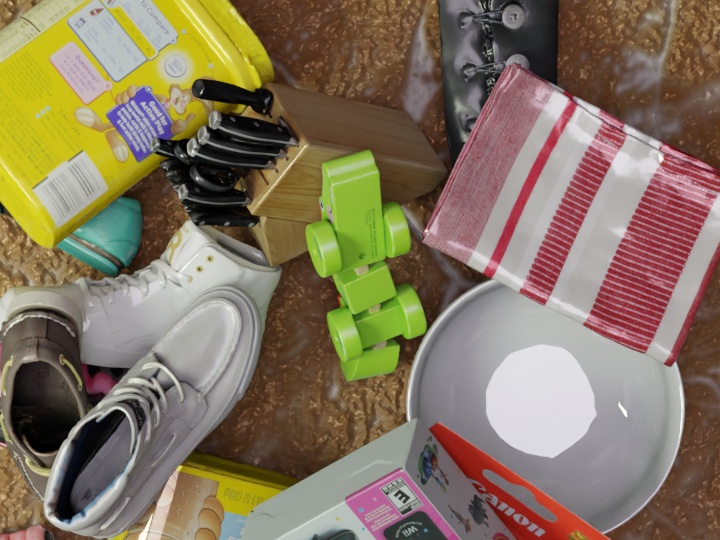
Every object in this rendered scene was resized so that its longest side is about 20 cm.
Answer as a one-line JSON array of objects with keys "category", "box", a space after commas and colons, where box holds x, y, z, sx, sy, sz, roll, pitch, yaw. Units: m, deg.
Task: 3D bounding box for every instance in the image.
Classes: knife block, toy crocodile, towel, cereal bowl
[{"category": "knife block", "box": [-0.041, -0.089, 1.360, 0.199, 0.176, 0.064, -26, 61, -12]}, {"category": "toy crocodile", "box": [0.000, 0.000, 1.393, 0.067, 0.062, 0.201, -20, 130, -12]}, {"category": "towel", "box": [0.159, -0.040, 1.382, 0.199, 0.023, 0.145, 27, 80, -3]}, {"category": "cereal bowl", "box": [0.131, 0.095, 1.431, 0.198, 0.083, 0.202, 0, 93, 0]}]

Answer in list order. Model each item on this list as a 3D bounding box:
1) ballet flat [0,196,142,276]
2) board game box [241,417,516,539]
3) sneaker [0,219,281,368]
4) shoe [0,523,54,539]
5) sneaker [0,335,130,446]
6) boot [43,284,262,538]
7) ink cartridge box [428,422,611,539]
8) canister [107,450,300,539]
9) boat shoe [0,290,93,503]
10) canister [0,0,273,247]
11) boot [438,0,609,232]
[{"category": "ballet flat", "box": [-0.249, -0.065, 1.442, 0.199, 0.067, 0.071, 24, 74, -3]}, {"category": "board game box", "box": [0.035, 0.218, 1.337, 0.147, 0.064, 0.200, -31, 111, 24]}, {"category": "sneaker", "box": [-0.155, 0.009, 1.403, 0.198, 0.074, 0.116, 10, 112, -26]}, {"category": "shoe", "box": [-0.244, 0.289, 1.448, 0.090, 0.071, 0.202, -17, 88, 6]}, {"category": "sneaker", "box": [-0.217, 0.101, 1.450, 0.198, 0.079, 0.096, 5, 118, -2]}, {"category": "boot", "box": [-0.139, 0.096, 1.333, 0.073, 0.096, 0.201, 32, 89, 11]}, {"category": "ink cartridge box", "box": [0.071, 0.199, 1.383, 0.160, 0.200, 0.047, 35, 57, -4]}, {"category": "canister", "box": [-0.124, 0.237, 1.428, 0.147, 0.086, 0.202, 16, 91, -18]}, {"category": "boat shoe", "box": [-0.217, 0.105, 1.370, 0.071, 0.060, 0.201, 2, 134, -2]}, {"category": "canister", "box": [-0.183, -0.130, 1.384, 0.200, 0.087, 0.149, -39, 88, -17]}, {"category": "boot", "box": [0.137, -0.121, 1.437, 0.163, 0.066, 0.202, -2, 82, -14]}]
